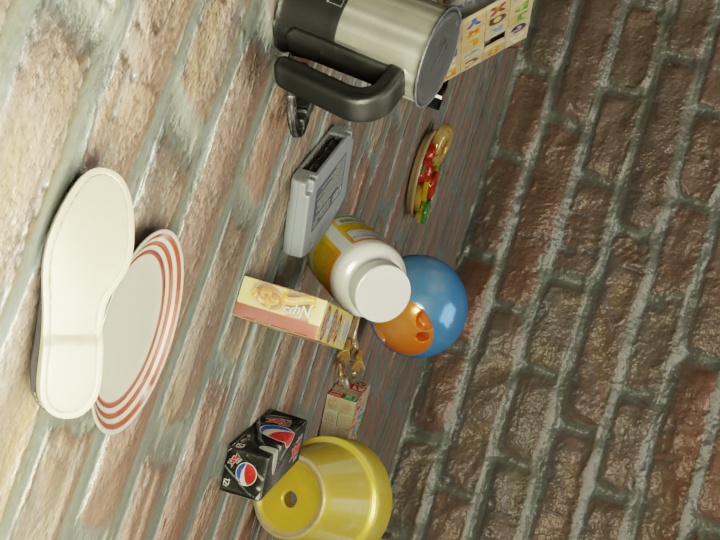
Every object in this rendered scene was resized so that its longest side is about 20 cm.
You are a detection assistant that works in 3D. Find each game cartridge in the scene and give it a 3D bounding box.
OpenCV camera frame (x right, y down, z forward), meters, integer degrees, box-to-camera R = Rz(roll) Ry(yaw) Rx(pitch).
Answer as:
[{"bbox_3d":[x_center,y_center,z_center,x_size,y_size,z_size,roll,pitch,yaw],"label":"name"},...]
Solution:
[{"bbox_3d":[-0.059,-0.108,1.732,0.200,0.041,0.134,-58,165,-56],"label":"game cartridge"}]

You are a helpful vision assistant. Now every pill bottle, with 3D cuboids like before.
[{"bbox_3d":[0.000,0.000,1.758,0.200,0.110,0.112,-134,-126,-63],"label":"pill bottle"}]

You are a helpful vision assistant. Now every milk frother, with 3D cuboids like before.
[{"bbox_3d":[0.000,-0.231,1.425,0.182,0.187,0.200,-62,163,-12],"label":"milk frother"}]

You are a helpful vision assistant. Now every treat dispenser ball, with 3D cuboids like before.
[{"bbox_3d":[0.112,0.071,2.427,0.201,0.199,0.203,16,90,-79],"label":"treat dispenser ball"}]

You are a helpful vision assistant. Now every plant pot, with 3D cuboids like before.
[{"bbox_3d":[-0.073,0.363,1.972,0.188,0.199,0.203,22,84,-63],"label":"plant pot"}]

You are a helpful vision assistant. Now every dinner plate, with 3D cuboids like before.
[{"bbox_3d":[-0.218,0.056,1.180,0.200,0.024,0.203,17,90,-80],"label":"dinner plate"}]

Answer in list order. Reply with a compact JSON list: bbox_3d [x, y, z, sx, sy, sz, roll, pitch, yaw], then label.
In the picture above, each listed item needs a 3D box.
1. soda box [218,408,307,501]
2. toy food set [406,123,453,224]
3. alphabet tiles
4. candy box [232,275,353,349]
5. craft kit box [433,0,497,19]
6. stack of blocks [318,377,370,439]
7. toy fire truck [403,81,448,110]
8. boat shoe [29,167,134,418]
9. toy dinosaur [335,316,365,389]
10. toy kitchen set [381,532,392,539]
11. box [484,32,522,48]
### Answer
[{"bbox_3d":[-0.137,0.264,1.789,0.200,0.063,0.072,-36,141,-74],"label":"soda box"},{"bbox_3d":[0.144,-0.201,2.612,0.200,0.048,0.200,-60,162,-55],"label":"toy food set"},{"bbox_3d":[0.123,-0.273,1.520,0.198,0.008,0.167,-29,169,-2],"label":"alphabet tiles"},{"bbox_3d":[-0.084,0.058,1.622,0.200,0.114,0.056,42,64,-78],"label":"candy box"},{"bbox_3d":[0.108,-0.371,1.468,0.198,0.048,0.199,-23,131,-26],"label":"craft kit box"},{"bbox_3d":[-0.042,0.318,2.373,0.115,0.058,0.202,-41,145,-72],"label":"stack of blocks"},{"bbox_3d":[0.135,-0.380,1.986,0.177,0.127,0.201,-69,177,-52],"label":"toy fire truck"},{"bbox_3d":[-0.234,0.015,1.001,0.063,0.072,0.203,14,-85,58],"label":"boat shoe"},{"bbox_3d":[-0.020,0.132,2.276,0.106,0.060,0.202,-109,-146,-65],"label":"toy dinosaur"},{"bbox_3d":[-0.037,0.603,2.530,0.200,0.161,0.183,16,90,-79],"label":"toy kitchen set"},{"bbox_3d":[0.103,-0.388,1.598,0.198,0.164,0.168,-8,120,-34],"label":"box"}]
